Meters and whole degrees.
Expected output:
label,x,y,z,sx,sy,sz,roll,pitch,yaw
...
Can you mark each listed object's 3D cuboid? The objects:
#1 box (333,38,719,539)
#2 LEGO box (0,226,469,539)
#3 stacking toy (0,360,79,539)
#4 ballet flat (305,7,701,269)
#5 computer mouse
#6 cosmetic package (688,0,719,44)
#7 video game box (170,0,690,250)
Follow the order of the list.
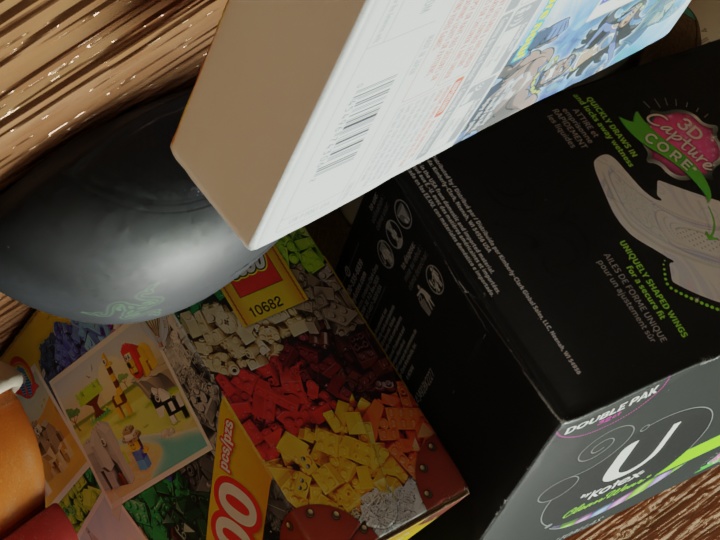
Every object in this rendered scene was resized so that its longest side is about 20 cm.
label,x,y,z,sx,sy,sz,roll,pitch,yaw
box,0.102,0.012,0.730,0.200,0.124,0.149,-20,155,-27
LEGO box,-0.070,0.075,0.729,0.077,0.149,0.200,-23,166,-40
stacking toy,-0.136,0.146,0.672,0.146,0.200,0.146,-36,180,0
ballet flat,0.049,-0.056,0.760,0.200,0.068,0.072,-30,159,7
computer mouse,-0.031,-0.035,0.609,0.200,0.053,0.139,-31,171,-26
cosmetic package,0.171,-0.068,1.038,0.087,0.103,0.200,-32,169,-10
video game box,0.054,-0.109,0.476,0.182,0.047,0.200,-26,159,-35
